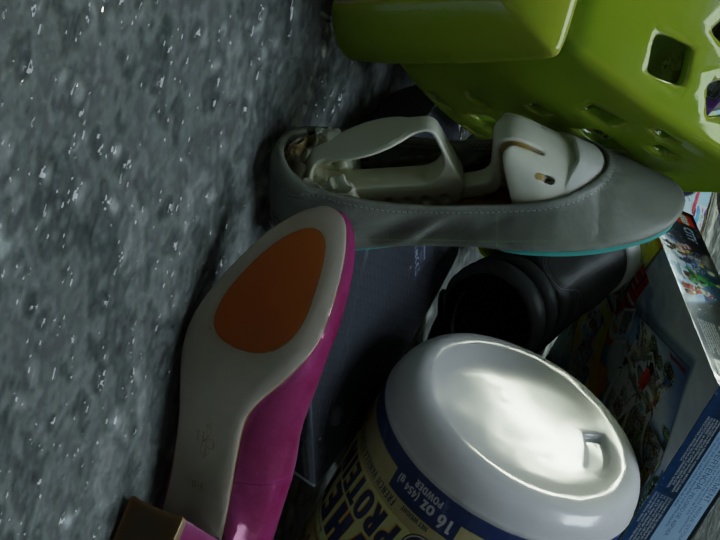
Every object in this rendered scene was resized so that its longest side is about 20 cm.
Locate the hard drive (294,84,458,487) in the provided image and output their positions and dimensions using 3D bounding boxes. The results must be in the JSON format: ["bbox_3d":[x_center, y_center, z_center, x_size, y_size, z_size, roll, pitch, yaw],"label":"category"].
[{"bbox_3d":[0.000,0.000,1.210,0.200,0.042,0.136,-57,154,-44],"label":"hard drive"}]

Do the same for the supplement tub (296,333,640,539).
[{"bbox_3d":[0.043,0.150,1.225,0.201,0.144,0.144,-62,170,29],"label":"supplement tub"}]

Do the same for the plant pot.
[{"bbox_3d":[0.108,-0.161,1.128,0.181,0.199,0.201,21,82,-34],"label":"plant pot"}]

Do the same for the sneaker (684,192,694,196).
[{"bbox_3d":[0.176,-0.104,1.490,0.201,0.089,0.068,-82,169,-52],"label":"sneaker"}]

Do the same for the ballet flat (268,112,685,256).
[{"bbox_3d":[0.053,-0.043,1.097,0.068,0.198,0.064,-83,169,-51],"label":"ballet flat"}]

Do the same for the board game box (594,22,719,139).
[{"bbox_3d":[0.168,-0.140,1.218,0.200,0.032,0.120,-52,-145,25],"label":"board game box"}]

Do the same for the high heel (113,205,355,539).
[{"bbox_3d":[-0.044,0.071,1.082,0.096,0.067,0.201,37,73,-59],"label":"high heel"}]

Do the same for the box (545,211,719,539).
[{"bbox_3d":[0.156,0.067,1.278,0.201,0.037,0.137,-100,-147,-59],"label":"box"}]

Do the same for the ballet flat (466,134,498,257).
[{"bbox_3d":[0.082,-0.045,1.376,0.200,0.066,0.067,61,27,-69],"label":"ballet flat"}]

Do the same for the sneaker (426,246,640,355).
[{"bbox_3d":[0.067,0.031,1.329,0.099,0.071,0.200,-25,169,-39],"label":"sneaker"}]

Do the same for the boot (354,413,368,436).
[{"bbox_3d":[0.082,0.116,1.356,0.200,0.154,0.074,55,52,-66],"label":"boot"}]

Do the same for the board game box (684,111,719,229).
[{"bbox_3d":[0.181,-0.058,1.598,0.105,0.102,0.202,48,59,-68],"label":"board game box"}]

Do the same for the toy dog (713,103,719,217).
[{"bbox_3d":[0.194,-0.112,1.355,0.132,0.199,0.096,-59,-176,9],"label":"toy dog"}]
